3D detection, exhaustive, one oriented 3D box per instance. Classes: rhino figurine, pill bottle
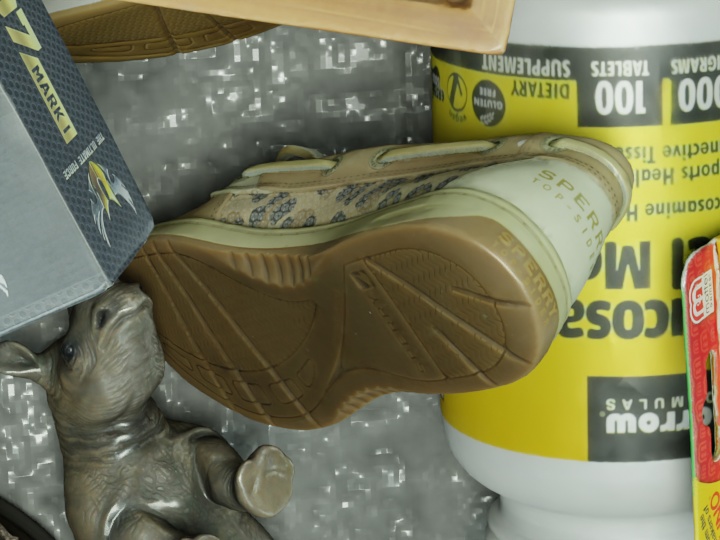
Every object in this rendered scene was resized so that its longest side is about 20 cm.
[{"bbox_3d":[-0.059,0.077,0.830,0.060,0.087,0.201,-32,108,-29],"label":"rhino figurine"},{"bbox_3d":[0.079,0.003,0.813,0.112,0.112,0.201,-4,105,-7],"label":"pill bottle"}]

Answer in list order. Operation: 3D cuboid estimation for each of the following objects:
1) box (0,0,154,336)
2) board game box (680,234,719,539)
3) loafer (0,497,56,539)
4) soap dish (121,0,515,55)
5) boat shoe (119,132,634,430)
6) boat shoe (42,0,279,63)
[{"bbox_3d":[-0.175,-0.033,0.669,0.199,0.051,0.158,-24,104,18],"label":"box"},{"bbox_3d":[0.160,0.013,0.807,0.200,0.030,0.096,-24,116,-44],"label":"board game box"},{"bbox_3d":[-0.150,0.090,0.823,0.073,0.071,0.200,-43,106,4],"label":"loafer"},{"bbox_3d":[-0.017,-0.161,0.727,0.156,0.081,0.201,9,81,11],"label":"soap dish"},{"bbox_3d":[0.000,0.000,0.778,0.063,0.199,0.073,-45,115,-31],"label":"boat shoe"},{"bbox_3d":[-0.016,-0.120,0.797,0.199,0.071,0.070,-20,80,5],"label":"boat shoe"}]
